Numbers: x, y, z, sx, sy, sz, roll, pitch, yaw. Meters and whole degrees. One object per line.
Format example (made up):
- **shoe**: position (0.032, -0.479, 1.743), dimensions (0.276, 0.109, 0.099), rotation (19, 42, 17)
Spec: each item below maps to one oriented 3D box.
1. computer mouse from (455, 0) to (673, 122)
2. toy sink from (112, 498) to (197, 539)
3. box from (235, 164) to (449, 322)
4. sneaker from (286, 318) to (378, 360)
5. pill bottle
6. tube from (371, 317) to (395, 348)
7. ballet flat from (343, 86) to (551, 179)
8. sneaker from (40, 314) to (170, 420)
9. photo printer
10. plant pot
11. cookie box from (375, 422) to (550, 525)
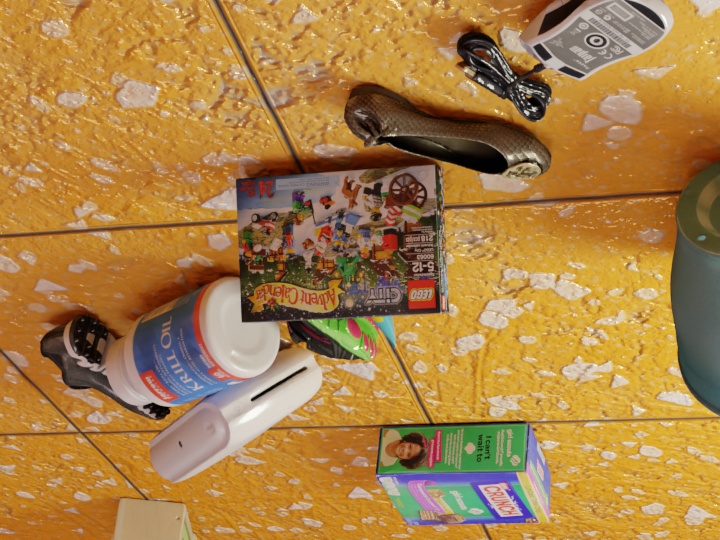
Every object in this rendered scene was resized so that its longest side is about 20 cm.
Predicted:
- **computer mouse**: position (0.169, -0.186, 1.187), dimensions (0.109, 0.044, 0.199), rotation (30, 148, -28)
- **toy sink**: position (-0.314, 0.450, 2.292), dimensions (0.110, 0.132, 0.201), rotation (5, 149, 2)
- **box**: position (-0.018, -0.024, 1.405), dimensions (0.197, 0.139, 0.038), rotation (-4, 177, 16)
- **sneaker**: position (-0.052, 0.050, 1.601), dimensions (0.083, 0.078, 0.200), rotation (-13, 144, 24)
- **pill bottle**: position (-0.192, 0.088, 1.655), dimensions (0.112, 0.114, 0.199), rotation (29, 142, -35)
- **tube**: position (0.000, 0.000, 1.522), dimensions (0.050, 0.078, 0.201), rotation (-23, 144, 1)
- **ballet flat**: position (0.078, -0.111, 1.325), dimensions (0.198, 0.047, 0.067), rotation (17, 150, -17)
- **sneaker**: position (-0.307, 0.119, 1.787), dimensions (0.090, 0.067, 0.200), rotation (-10, 143, 32)
- **photo printer**: position (-0.142, 0.166, 1.750), dimensions (0.166, 0.070, 0.200), rotation (-29, 174, -40)
- **plant pot**: position (0.365, 0.003, 1.342), dimensions (0.198, 0.202, 0.189), rotation (-7, 133, 22)
- **cookie box**: position (0.137, 0.267, 1.941), dimensions (0.197, 0.076, 0.172), rotation (-4, 148, 17)
